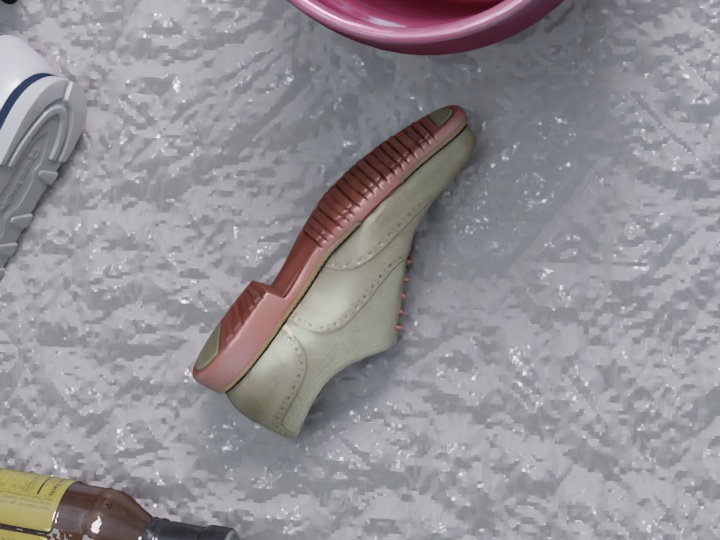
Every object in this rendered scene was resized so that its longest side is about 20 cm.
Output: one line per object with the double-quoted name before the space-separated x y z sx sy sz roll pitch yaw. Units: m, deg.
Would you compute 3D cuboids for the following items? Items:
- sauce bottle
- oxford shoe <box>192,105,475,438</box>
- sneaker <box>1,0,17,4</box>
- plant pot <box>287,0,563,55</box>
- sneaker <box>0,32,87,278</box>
"sauce bottle" -0.165 0.143 1.612 0.200 0.065 0.065 10 90 15
"oxford shoe" 0.000 0.000 1.586 0.074 0.071 0.200 40 97 -13
"sneaker" -0.279 -0.156 1.649 0.200 0.076 0.088 -18 83 13
"plant pot" 0.044 -0.203 1.516 0.200 0.179 0.200 -1 88 14
"sneaker" -0.232 -0.037 1.641 0.080 0.076 0.200 36 92 24
